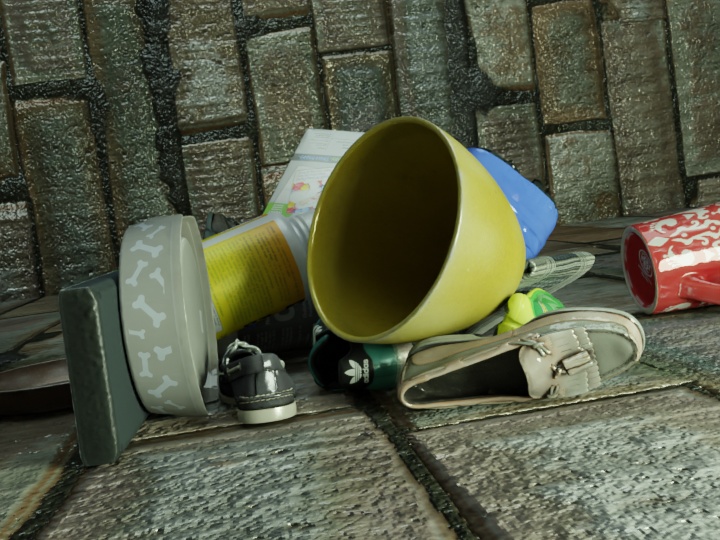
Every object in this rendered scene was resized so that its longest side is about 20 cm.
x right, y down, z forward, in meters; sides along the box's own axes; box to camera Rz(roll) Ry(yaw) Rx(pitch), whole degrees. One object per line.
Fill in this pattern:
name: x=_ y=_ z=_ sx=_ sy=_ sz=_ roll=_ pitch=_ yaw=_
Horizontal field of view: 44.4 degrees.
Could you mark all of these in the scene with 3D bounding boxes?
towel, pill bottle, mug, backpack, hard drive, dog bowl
towel: x=0.140 y=0.038 z=0.951 sx=0.200 sy=0.035 sz=0.192 roll=-30 pitch=-12 yaw=29
pill bottle: x=-0.127 y=0.004 z=0.994 sx=0.200 sy=0.109 sz=0.109 roll=-24 pitch=9 yaw=-15
pill bottle: x=-0.133 y=0.052 z=1.103 sx=0.200 sy=0.114 sz=0.114 roll=-10 pitch=5 yaw=-22
mug: x=0.424 y=-0.020 z=1.023 sx=0.200 sy=0.134 sz=0.178 roll=-11 pitch=3 yaw=-2
backpack: x=0.134 y=-0.045 z=1.061 sx=0.162 sy=0.168 sz=0.200 roll=31 pitch=-16 yaw=-13
hard drive: x=-0.216 y=0.075 z=0.776 sx=0.033 sy=0.140 sz=0.200 roll=-7 pitch=4 yaw=-4
dog bowl: x=-0.177 y=0.042 z=0.826 sx=0.059 sy=0.201 sz=0.200 roll=-6 pitch=4 yaw=-3

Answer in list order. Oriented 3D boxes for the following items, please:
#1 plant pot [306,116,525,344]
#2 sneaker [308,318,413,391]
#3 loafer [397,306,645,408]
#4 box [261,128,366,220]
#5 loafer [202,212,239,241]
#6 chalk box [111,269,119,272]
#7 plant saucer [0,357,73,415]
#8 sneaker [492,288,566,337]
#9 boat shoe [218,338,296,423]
plant pot: x=0.067 y=-0.021 z=0.802 sx=0.142 sy=0.200 sz=0.200 roll=16 pitch=-11 yaw=-37
sneaker: x=-0.021 y=0.076 z=0.877 sx=0.080 sy=0.072 sz=0.200 roll=-5 pitch=5 yaw=-22
loafer: x=0.124 y=0.080 z=0.703 sx=0.200 sy=0.072 sz=0.063 roll=-12 pitch=19 yaw=26
box: x=-0.033 y=-0.095 z=1.132 sx=0.156 sy=0.200 sz=0.041 roll=8 pitch=-33 yaw=24
loafer: x=-0.180 y=-0.032 z=1.185 sx=0.063 sy=0.072 sz=0.200 roll=5 pitch=13 yaw=-9
chalk box: x=-0.288 y=0.053 z=1.270 sx=0.200 sy=0.125 sz=0.124 roll=-8 pitch=5 yaw=-21
plant saucer: x=-0.335 y=0.127 z=0.996 sx=0.200 sy=0.035 sz=0.200 roll=-7 pitch=5 yaw=1
sneaker: x=0.178 y=0.064 z=0.842 sx=0.083 sy=0.074 sz=0.200 roll=26 pitch=9 yaw=16
boat shoe: x=-0.098 y=0.094 z=0.832 sx=0.072 sy=0.063 sz=0.200 roll=-9 pitch=5 yaw=-12
